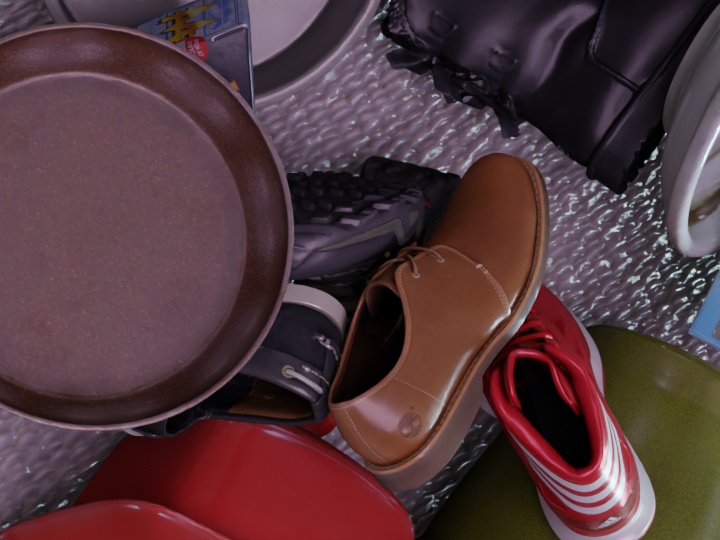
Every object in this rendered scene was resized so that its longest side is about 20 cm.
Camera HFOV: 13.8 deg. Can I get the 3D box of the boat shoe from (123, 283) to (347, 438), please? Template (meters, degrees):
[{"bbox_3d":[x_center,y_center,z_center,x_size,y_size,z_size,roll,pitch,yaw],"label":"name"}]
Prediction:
[{"bbox_3d":[-0.107,0.049,1.493,0.199,0.072,0.068,-2,61,13],"label":"boat shoe"}]

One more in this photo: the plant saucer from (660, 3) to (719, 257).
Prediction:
[{"bbox_3d":[0.207,-0.102,1.548,0.050,0.200,0.200,35,88,19],"label":"plant saucer"}]

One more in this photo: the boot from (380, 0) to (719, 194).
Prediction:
[{"bbox_3d":[0.119,-0.154,1.589,0.162,0.073,0.199,35,86,10],"label":"boot"}]

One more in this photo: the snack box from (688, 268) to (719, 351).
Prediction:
[{"bbox_3d":[0.244,0.001,1.646,0.037,0.200,0.116,27,93,21],"label":"snack box"}]

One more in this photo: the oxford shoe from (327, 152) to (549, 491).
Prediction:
[{"bbox_3d":[0.040,0.009,1.492,0.071,0.071,0.200,47,50,-30],"label":"oxford shoe"}]

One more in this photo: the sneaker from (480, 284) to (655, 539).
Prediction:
[{"bbox_3d":[0.089,0.042,1.546,0.078,0.200,0.116,-30,146,-6],"label":"sneaker"}]

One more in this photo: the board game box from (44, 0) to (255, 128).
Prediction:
[{"bbox_3d":[-0.126,-0.055,1.528,0.199,0.062,0.200,8,116,-9],"label":"board game box"}]

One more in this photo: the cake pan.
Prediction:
[{"bbox_3d":[-0.079,-0.182,1.557,0.200,0.037,0.201,-4,104,-19],"label":"cake pan"}]

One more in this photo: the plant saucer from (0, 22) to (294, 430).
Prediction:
[{"bbox_3d":[-0.133,-0.019,1.439,0.200,0.034,0.201,3,76,-14],"label":"plant saucer"}]

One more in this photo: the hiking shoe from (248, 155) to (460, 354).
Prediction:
[{"bbox_3d":[0.000,0.000,1.555,0.076,0.200,0.101,12,102,24],"label":"hiking shoe"}]

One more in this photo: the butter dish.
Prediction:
[{"bbox_3d":[-0.057,0.129,1.578,0.200,0.199,0.148,33,66,-21],"label":"butter dish"}]

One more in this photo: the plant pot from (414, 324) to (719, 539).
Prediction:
[{"bbox_3d":[0.139,0.142,1.641,0.200,0.200,0.193,33,78,-23],"label":"plant pot"}]
